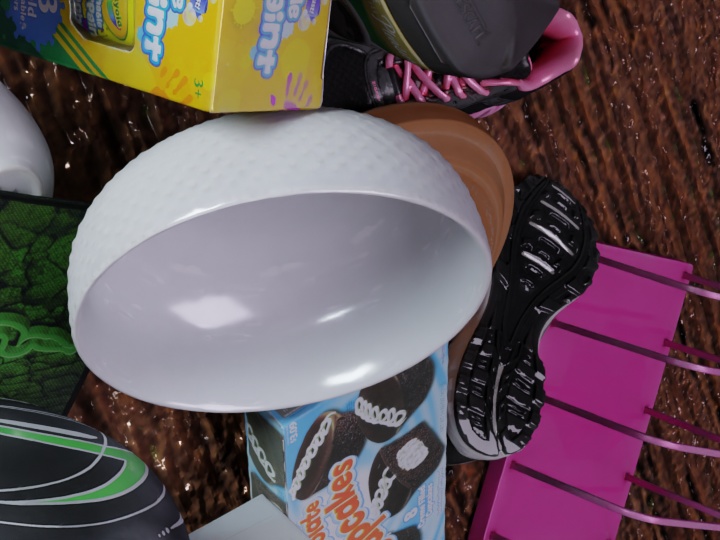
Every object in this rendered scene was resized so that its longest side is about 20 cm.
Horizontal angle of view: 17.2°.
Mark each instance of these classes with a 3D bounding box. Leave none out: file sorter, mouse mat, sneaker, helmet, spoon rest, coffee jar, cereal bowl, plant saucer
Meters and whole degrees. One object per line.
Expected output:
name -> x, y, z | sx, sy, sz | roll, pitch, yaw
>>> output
file sorter -> 0.180, 0.096, 1.483 | 0.139, 0.125, 0.201 | 11, 97, -47
mouse mat -> -0.196, 0.032, 1.117 | 0.200, 0.008, 0.161 | 7, 117, -47
sneaker -> 0.078, 0.027, 1.395 | 0.074, 0.079, 0.201 | 35, 57, -17
helmet -> -0.167, 0.152, 1.085 | 0.190, 0.200, 0.201 | 14, 94, -25
spoon rest -> -0.188, -0.074, 1.094 | 0.099, 0.061, 0.200 | -33, 140, -32
coffee jar -> -0.002, -0.157, 1.140 | 0.085, 0.200, 0.104 | -52, 136, -19
sneaker -> 0.042, -0.110, 1.275 | 0.200, 0.095, 0.079 | -21, 102, -42
cereal bowl -> -0.042, -0.015, 1.130 | 0.200, 0.200, 0.084 | 31, 39, -48
plant saucer -> 0.000, 0.000, 1.270 | 0.200, 0.032, 0.201 | -24, 141, -22

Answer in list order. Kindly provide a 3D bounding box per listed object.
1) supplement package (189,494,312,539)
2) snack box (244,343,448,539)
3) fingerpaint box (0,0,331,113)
supplement package -> -0.048, 0.252, 1.214 | 0.151, 0.200, 0.151 | -27, 135, -27
snack box -> -0.006, 0.114, 1.311 | 0.116, 0.037, 0.200 | -32, 143, -26
fingerpaint box -> -0.086, -0.185, 1.067 | 0.073, 0.167, 0.201 | -7, 110, -45
